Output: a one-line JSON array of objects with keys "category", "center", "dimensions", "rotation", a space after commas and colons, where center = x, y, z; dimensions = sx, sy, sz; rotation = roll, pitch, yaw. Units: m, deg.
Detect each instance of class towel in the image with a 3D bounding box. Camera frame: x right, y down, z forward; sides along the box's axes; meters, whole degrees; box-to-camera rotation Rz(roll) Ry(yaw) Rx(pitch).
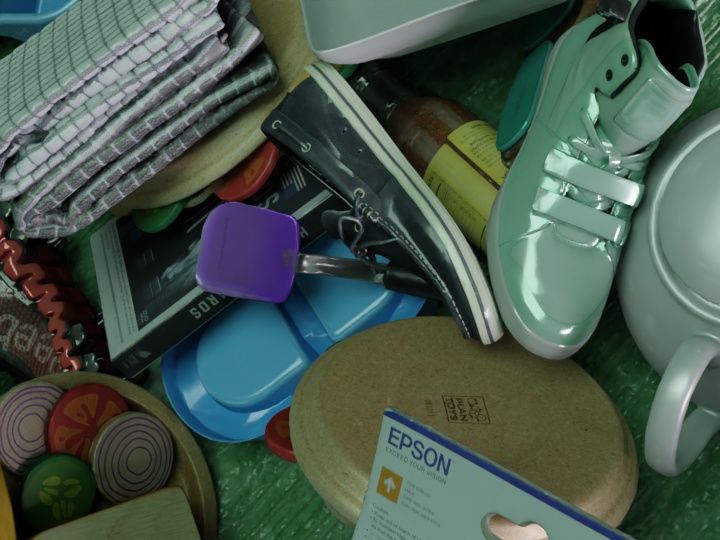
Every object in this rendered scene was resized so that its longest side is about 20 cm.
[{"category": "towel", "center": [-0.152, -0.119, 1.006], "dimensions": [0.199, 0.086, 0.166], "rotation": [-37, 26, 4]}]

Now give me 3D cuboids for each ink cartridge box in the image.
[{"category": "ink cartridge box", "center": [0.065, 0.189, 0.714], "dimensions": [0.199, 0.040, 0.202], "rotation": [26, 106, 38]}]

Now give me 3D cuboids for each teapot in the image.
[{"category": "teapot", "center": [0.220, -0.012, 0.867], "dimensions": [0.196, 0.146, 0.202], "rotation": [-23, 67, 15]}]

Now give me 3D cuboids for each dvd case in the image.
[{"category": "dvd case", "center": [-0.087, -0.035, 1.034], "dimensions": [0.199, 0.025, 0.151], "rotation": [-37, 34, 9]}]

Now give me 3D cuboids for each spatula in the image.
[{"category": "spatula", "center": [0.000, 0.000, 0.953], "dimensions": [0.198, 0.021, 0.057], "rotation": [9, 98, 1]}]

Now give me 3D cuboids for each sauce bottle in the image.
[{"category": "sauce bottle", "center": [0.064, -0.065, 0.996], "dimensions": [0.066, 0.066, 0.200], "rotation": [-46, 62, 3]}]

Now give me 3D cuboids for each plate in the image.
[{"category": "plate", "center": [0.056, -0.189, 0.991], "dimensions": [0.198, 0.033, 0.200], "rotation": [-18, 30, 1]}]

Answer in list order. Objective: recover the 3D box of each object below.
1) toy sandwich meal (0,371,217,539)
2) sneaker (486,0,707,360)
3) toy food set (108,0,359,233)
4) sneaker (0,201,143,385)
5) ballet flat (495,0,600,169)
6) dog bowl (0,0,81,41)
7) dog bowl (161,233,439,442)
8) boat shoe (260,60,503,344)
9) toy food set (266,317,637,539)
[{"category": "toy sandwich meal", "center": [-0.160, 0.160, 0.957], "dimensions": [0.070, 0.203, 0.208], "rotation": [-15, 62, 58]}, {"category": "sneaker", "center": [0.127, -0.058, 0.846], "dimensions": [0.073, 0.118, 0.203], "rotation": [16, 74, -13]}, {"category": "toy food set", "center": [-0.093, -0.110, 1.052], "dimensions": [0.201, 0.049, 0.197], "rotation": [-52, 33, -12]}, {"category": "sneaker", "center": [-0.219, 0.047, 1.076], "dimensions": [0.098, 0.071, 0.201], "rotation": [-42, 66, 13]}, {"category": "ballet flat", "center": [0.132, -0.130, 0.985], "dimensions": [0.070, 0.065, 0.201], "rotation": [-34, 31, 53]}, {"category": "dog bowl", "center": [-0.256, -0.216, 1.178], "dimensions": [0.198, 0.050, 0.113], "rotation": [4, 75, 24]}, {"category": "dog bowl", "center": [-0.032, 0.032, 1.013], "dimensions": [0.199, 0.050, 0.112], "rotation": [-38, 63, 8]}, {"category": "boat shoe", "center": [0.012, -0.031, 0.911], "dimensions": [0.062, 0.075, 0.201], "rotation": [-37, 71, -2]}, {"category": "toy food set", "center": [0.052, 0.093, 0.871], "dimensions": [0.196, 0.049, 0.200], "rotation": [-7, 39, -23]}]
